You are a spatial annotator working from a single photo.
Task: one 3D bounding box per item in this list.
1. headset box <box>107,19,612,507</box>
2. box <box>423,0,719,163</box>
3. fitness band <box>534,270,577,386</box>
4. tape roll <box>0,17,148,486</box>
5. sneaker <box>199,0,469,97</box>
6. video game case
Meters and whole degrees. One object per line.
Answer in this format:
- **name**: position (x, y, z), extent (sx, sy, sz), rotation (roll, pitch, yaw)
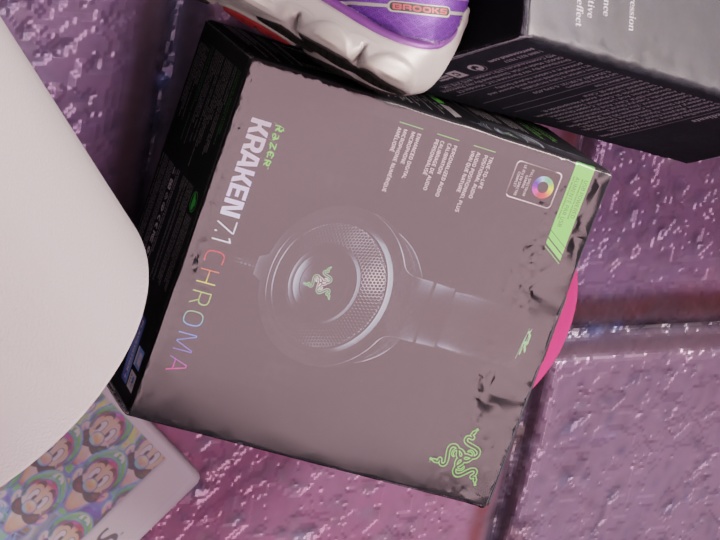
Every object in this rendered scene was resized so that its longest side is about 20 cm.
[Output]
- **headset box**: position (0.000, 0.000, 1.174), extent (0.199, 0.093, 0.175), rotation (17, 101, -21)
- **box**: position (0.121, -0.147, 1.171), extent (0.199, 0.107, 0.150), rotation (12, 76, -34)
- **fitness band**: position (0.024, 0.010, 1.270), extent (0.199, 0.037, 0.144), rotation (21, 101, -36)
- **tape roll**: position (-0.203, -0.009, 1.019), extent (0.202, 0.203, 0.140), rotation (-38, 127, -9)
- **sneaker**: position (-0.042, -0.151, 1.090), extent (0.199, 0.081, 0.084), rotation (28, 86, -4)
- **video game case**: position (-0.196, 0.102, 1.191), extent (0.182, 0.024, 0.200), rotation (-44, 128, -5)
